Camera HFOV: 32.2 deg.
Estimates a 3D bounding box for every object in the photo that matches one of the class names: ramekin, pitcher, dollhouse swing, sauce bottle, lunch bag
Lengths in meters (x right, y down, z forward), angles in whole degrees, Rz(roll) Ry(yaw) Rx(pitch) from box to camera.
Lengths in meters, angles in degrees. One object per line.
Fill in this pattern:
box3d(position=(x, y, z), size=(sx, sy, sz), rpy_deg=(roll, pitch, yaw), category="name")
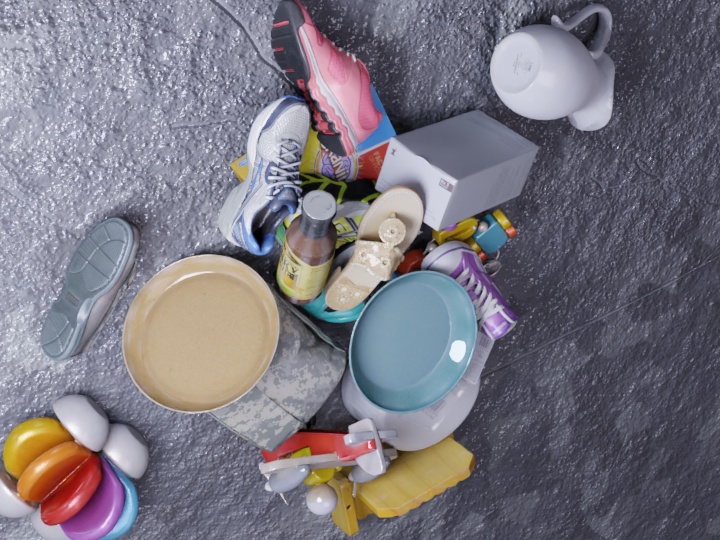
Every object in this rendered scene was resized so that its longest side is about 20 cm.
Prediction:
box3d(position=(0.080, 0.169, 1.838), size=(0.200, 0.098, 0.201), rpy_deg=(-18, 129, -24), category="ramekin")
box3d(position=(0.266, -0.282, 1.661), size=(0.200, 0.121, 0.172), rpy_deg=(4, 98, -49), category="pitcher")
box3d(position=(0.074, 0.338, 1.897), size=(0.199, 0.176, 0.182), rpy_deg=(-26, 131, -20), category="dollhouse swing")
box3d(position=(-0.062, -0.029, 1.494), size=(0.065, 0.065, 0.200), rpy_deg=(-23, 157, -21), category="sauce bottle")
box3d(position=(-0.127, 0.118, 1.623), size=(0.168, 0.139, 0.200), rpy_deg=(-41, 134, 4), category="lunch bag")

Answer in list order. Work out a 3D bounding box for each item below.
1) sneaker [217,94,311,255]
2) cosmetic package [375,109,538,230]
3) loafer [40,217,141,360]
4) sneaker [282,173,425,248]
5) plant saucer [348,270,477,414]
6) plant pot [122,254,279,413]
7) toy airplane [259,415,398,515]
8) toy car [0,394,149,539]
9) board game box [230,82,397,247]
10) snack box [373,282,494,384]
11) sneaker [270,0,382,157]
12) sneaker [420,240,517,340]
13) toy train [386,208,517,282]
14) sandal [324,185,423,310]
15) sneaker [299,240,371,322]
box3d(position=(-0.096, -0.107, 1.474), size=(0.077, 0.085, 0.201), rpy_deg=(6, 115, -38), category="sneaker")
box3d(position=(0.126, -0.133, 1.608), size=(0.200, 0.113, 0.081), rpy_deg=(-23, 141, -45), category="cosmetic package")
box3d(position=(-0.313, 0.020, 1.488), size=(0.200, 0.072, 0.063), rpy_deg=(-56, 154, 19), category="loafer")
box3d(position=(-0.011, -0.069, 1.578), size=(0.199, 0.075, 0.077), rpy_deg=(10, 121, -28), category="sneaker")
box3d(position=(0.065, 0.092, 1.673), size=(0.199, 0.036, 0.201), rpy_deg=(-9, 110, -28), category="plant saucer")
box3d(position=(-0.193, 0.079, 1.526), size=(0.200, 0.200, 0.027), rpy_deg=(-41, 158, -5), category="plant pot")
box3d(position=(-0.040, 0.269, 1.727), size=(0.199, 0.199, 0.142), rpy_deg=(2, 87, -4), category="toy airplane")
box3d(position=(-0.354, 0.269, 1.560), size=(0.175, 0.150, 0.200), rpy_deg=(-44, 135, -2), category="toy car")
box3d(position=(-0.046, -0.132, 1.579), size=(0.200, 0.040, 0.153), rpy_deg=(-38, 134, -8), category="board game box")
box3d(position=(0.100, 0.089, 1.733), size=(0.200, 0.024, 0.072), rpy_deg=(29, 82, -33), category="snack box")
box3d(position=(-0.037, -0.238, 1.482), size=(0.087, 0.074, 0.201), rpy_deg=(-36, 117, -22), category="sneaker")
box3d(position=(0.163, 0.034, 1.731), size=(0.073, 0.114, 0.200), rpy_deg=(-41, 146, 11), category="sneaker")
box3d(position=(0.125, -0.034, 1.766), size=(0.199, 0.056, 0.151), rpy_deg=(-8, 139, -37), category="toy train")
box3d(position=(0.021, -0.006, 1.545), size=(0.077, 0.070, 0.212), rpy_deg=(15, 132, -24), category="sandal")
box3d(position=(0.000, 0.000, 1.673), size=(0.200, 0.084, 0.121), rpy_deg=(-35, 131, -5), category="sneaker")
